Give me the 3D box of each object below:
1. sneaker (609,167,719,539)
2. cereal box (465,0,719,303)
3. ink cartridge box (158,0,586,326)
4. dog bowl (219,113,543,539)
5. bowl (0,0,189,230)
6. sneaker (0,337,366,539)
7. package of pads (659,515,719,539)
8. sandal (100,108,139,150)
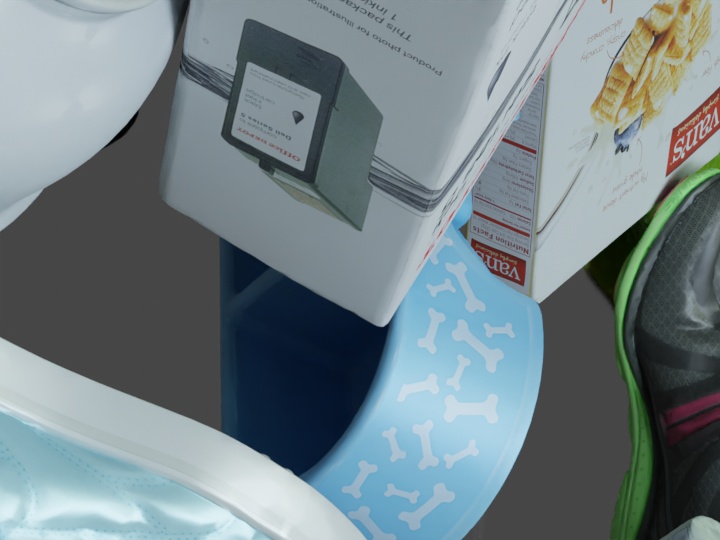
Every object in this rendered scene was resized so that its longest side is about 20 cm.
[{"bbox_3d":[0.147,0.059,1.041,0.077,0.083,0.201,-8,100,-53],"label":"sneaker"},{"bbox_3d":[0.096,-0.105,0.971,0.144,0.039,0.201,-37,139,-43],"label":"cereal box"},{"bbox_3d":[0.021,-0.097,0.708,0.146,0.084,0.200,-57,174,-26],"label":"ink cartridge box"},{"bbox_3d":[0.000,0.000,0.836,0.049,0.111,0.201,25,44,-30],"label":"dog bowl"},{"bbox_3d":[-0.101,-0.105,0.660,0.201,0.090,0.202,14,73,-51],"label":"bowl"},{"bbox_3d":[-0.094,0.073,0.748,0.199,0.074,0.082,25,70,-12],"label":"sneaker"},{"bbox_3d":[0.126,0.172,0.976,0.200,0.154,0.068,25,34,-47],"label":"package of pads"},{"bbox_3d":[-0.127,-0.045,0.762,0.200,0.045,0.076,-29,111,-64],"label":"sandal"}]
